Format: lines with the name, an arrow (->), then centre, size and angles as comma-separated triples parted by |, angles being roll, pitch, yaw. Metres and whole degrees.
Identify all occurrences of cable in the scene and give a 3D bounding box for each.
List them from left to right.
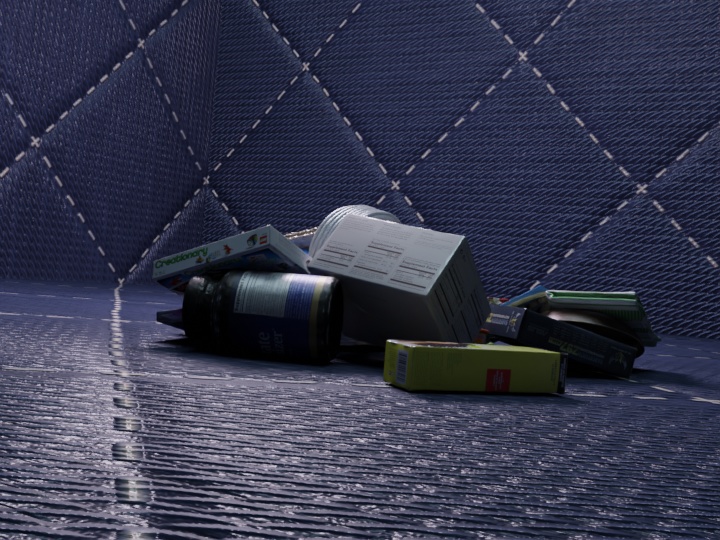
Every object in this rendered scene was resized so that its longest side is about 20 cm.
cable -> 0.000, 0.000, 1.331 | 0.069, 0.201, 0.199 | 15, 1, 40

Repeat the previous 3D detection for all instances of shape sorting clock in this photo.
shape sorting clock -> 0.245, 0.088, 1.437 | 0.199, 0.039, 0.200 | -26, -18, -9

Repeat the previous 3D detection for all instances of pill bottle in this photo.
pill bottle -> -0.127, 0.057, 1.136 | 0.199, 0.113, 0.112 | 4, 0, 9

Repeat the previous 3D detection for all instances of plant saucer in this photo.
plant saucer -> 0.361, 0.104, 1.399 | 0.199, 0.032, 0.200 | 12, -21, 5

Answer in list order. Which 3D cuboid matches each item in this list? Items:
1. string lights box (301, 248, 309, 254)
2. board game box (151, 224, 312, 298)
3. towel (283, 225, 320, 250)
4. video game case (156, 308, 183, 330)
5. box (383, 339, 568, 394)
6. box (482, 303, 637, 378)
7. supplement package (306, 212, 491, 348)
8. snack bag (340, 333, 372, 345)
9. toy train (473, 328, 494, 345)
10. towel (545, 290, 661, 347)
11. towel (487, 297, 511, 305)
string lights box -> -0.098, 0.009, 1.467 | 0.199, 0.059, 0.103 | 11, 27, 10
board game box -> -0.174, 0.002, 1.201 | 0.199, 0.035, 0.126 | -15, -31, 24
towel -> -0.054, -0.023, 1.524 | 0.199, 0.035, 0.133 | -13, -52, 30
video game case -> -0.181, 0.068, 1.278 | 0.199, 0.019, 0.143 | -7, -14, 13
box -> 0.130, 0.109, 0.964 | 0.199, 0.050, 0.075 | 6, -1, -24
box -> 0.279, 0.102, 1.270 | 0.199, 0.051, 0.158 | 19, -5, -20
supplement package -> 0.056, 0.026, 1.185 | 0.199, 0.111, 0.156 | 14, -35, 36
snack bag -> -0.034, 0.112, 1.417 | 0.199, 0.022, 0.188 | 1, -3, 33
toy train -> 0.132, 0.107, 1.271 | 0.199, 0.056, 0.150 | 4, 0, 26
towel -> 0.394, 0.079, 1.391 | 0.152, 0.024, 0.200 | 0, -24, 30
towel -> 0.172, 0.093, 1.436 | 0.144, 0.023, 0.200 | -38, -20, 23
